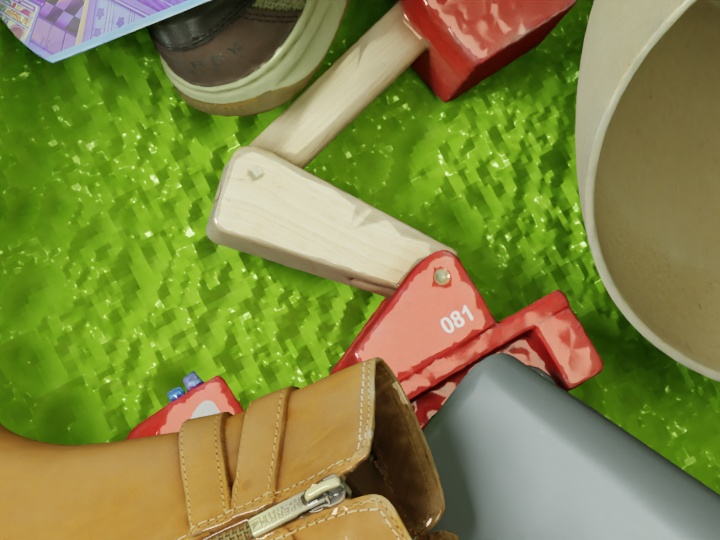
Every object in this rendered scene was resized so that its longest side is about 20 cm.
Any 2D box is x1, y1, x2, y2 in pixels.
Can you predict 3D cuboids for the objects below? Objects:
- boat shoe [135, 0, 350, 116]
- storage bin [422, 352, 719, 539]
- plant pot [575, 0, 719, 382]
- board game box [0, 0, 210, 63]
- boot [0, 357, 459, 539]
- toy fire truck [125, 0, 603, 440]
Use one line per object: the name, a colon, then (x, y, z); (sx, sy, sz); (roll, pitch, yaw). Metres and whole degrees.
boat shoe: (-0.021, -0.148, 0.865); (0.073, 0.065, 0.200); (5, 68, 20)
storage bin: (0.043, 0.126, 0.772); (0.134, 0.146, 0.200); (39, 93, 26)
plant pot: (0.154, -0.077, 0.858); (0.200, 0.201, 0.135); (2, 42, -13)
board game box: (-0.050, -0.156, 0.817); (0.039, 0.200, 0.158); (35, 45, -49)
boot: (-0.057, 0.064, 0.768); (0.155, 0.074, 0.200); (-36, 59, 15)
toy fire truck: (0.000, 0.000, 0.861); (0.200, 0.049, 0.141); (-30, 86, -16)
